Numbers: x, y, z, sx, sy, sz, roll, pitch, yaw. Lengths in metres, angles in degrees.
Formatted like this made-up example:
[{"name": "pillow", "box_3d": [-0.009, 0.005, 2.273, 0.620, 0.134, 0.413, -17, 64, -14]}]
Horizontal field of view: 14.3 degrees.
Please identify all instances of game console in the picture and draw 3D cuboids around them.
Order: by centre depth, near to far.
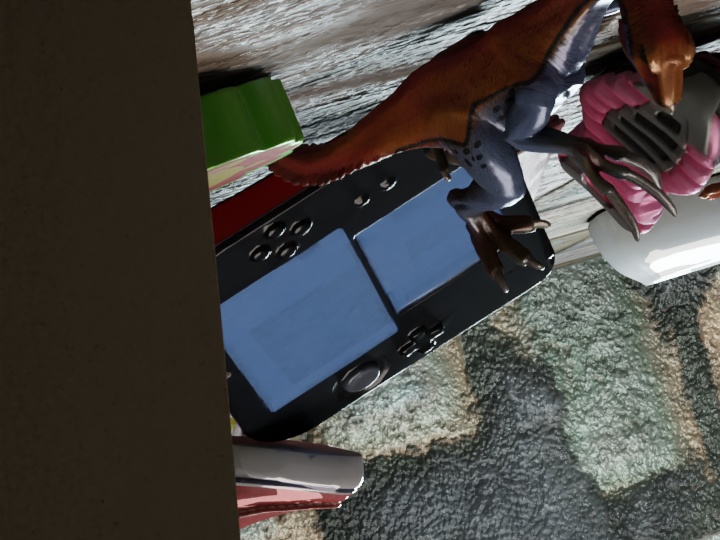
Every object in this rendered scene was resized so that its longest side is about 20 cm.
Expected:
[{"name": "game console", "box_3d": [0.000, 0.000, 1.341, 0.177, 0.031, 0.200, -29, 152, 0]}]

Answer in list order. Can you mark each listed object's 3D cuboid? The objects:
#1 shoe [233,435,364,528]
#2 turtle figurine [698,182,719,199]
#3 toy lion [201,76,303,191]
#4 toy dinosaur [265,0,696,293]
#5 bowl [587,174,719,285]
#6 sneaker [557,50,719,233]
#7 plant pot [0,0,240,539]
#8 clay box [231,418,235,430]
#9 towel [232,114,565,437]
[{"name": "shoe", "box_3d": [-0.099, 0.128, 1.422, 0.200, 0.091, 0.071, 1, 180, -3]}, {"name": "turtle figurine", "box_3d": [0.246, -0.110, 1.346, 0.200, 0.064, 0.161, -37, -172, -29]}, {"name": "toy lion", "box_3d": [-0.121, -0.022, 1.134, 0.191, 0.069, 0.200, -23, 179, -22]}, {"name": "toy dinosaur", "box_3d": [0.059, -0.063, 1.104, 0.200, 0.105, 0.182, -4, 155, -5]}, {"name": "bowl", "box_3d": [0.316, -0.041, 2.643, 0.200, 0.075, 0.200, -18, 177, -1]}, {"name": "sneaker", "box_3d": [0.161, -0.084, 1.452, 0.095, 0.079, 0.200, -41, 179, -11]}, {"name": "plant pot", "box_3d": [-0.132, 0.019, 0.716, 0.177, 0.200, 0.200, -5, 174, -10]}, {"name": "clay box", "box_3d": [-0.108, 0.045, 1.696, 0.048, 0.115, 0.200, -14, 175, -24]}, {"name": "towel", "box_3d": [0.017, 0.004, 1.481, 0.200, 0.023, 0.144, -34, 157, -33]}]
